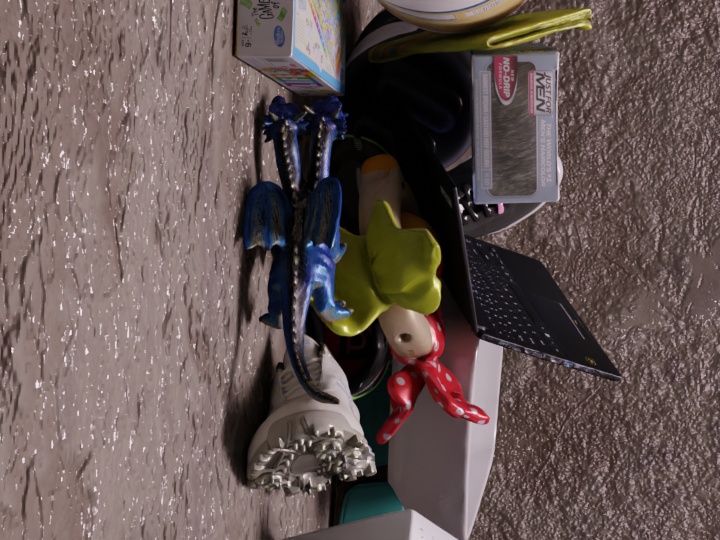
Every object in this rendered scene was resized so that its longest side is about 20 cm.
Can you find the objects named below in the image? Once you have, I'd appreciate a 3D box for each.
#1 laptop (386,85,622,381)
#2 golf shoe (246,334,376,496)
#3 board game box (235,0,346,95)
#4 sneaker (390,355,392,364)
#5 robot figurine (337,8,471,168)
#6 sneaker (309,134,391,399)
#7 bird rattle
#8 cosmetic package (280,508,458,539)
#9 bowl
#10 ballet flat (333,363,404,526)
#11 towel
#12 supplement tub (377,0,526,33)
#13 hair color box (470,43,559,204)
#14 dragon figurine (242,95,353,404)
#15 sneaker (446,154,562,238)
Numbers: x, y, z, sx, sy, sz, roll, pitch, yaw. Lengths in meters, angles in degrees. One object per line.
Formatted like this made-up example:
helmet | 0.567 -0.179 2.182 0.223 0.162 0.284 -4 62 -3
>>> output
laptop | 0.104 -0.028 1.082 0.104 0.198 0.178 -62 -154 22
golf shoe | -0.039 0.087 0.920 0.200 0.077 0.098 81 -5 -79
board game box | -0.039 -0.187 0.917 0.200 0.034 0.136 0 91 -82
sneaker | 0.025 0.158 1.393 0.111 0.073 0.202 -5 114 -57
robot figurine | 0.049 -0.155 1.229 0.200 0.149 0.126 -72 142 -62
sneaker | 0.000 0.000 1.094 0.084 0.076 0.202 -59 149 -81
bird rattle | 0.036 0.012 1.018 0.200 0.112 0.164 53 30 -43
cosmetic package | 0.039 0.296 0.963 0.200 0.122 0.201 39 45 -40
bowl | 0.071 0.097 1.194 0.200 0.074 0.202 -59 153 -68
ballet flat | 0.004 0.176 1.261 0.072 0.067 0.202 153 -64 -77
towel | 0.080 -0.165 1.046 0.200 0.085 0.018 15 -58 67
supplement tub | 0.056 -0.232 0.950 0.200 0.143 0.146 -22 113 -82
hair color box | 0.109 -0.111 1.057 0.200 0.060 0.100 -71 160 -79
dragon figurine | -0.037 -0.020 0.870 0.100 0.058 0.201 82 9 -45
sneaker | 0.070 -0.044 1.204 0.071 0.198 0.099 67 20 -13
